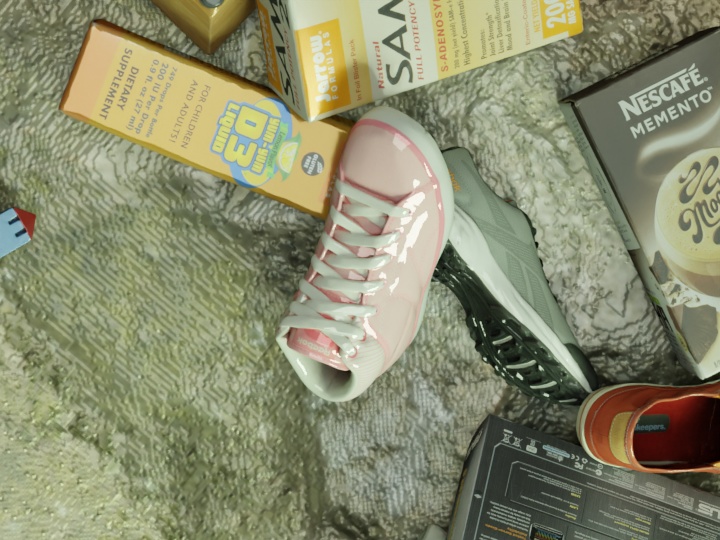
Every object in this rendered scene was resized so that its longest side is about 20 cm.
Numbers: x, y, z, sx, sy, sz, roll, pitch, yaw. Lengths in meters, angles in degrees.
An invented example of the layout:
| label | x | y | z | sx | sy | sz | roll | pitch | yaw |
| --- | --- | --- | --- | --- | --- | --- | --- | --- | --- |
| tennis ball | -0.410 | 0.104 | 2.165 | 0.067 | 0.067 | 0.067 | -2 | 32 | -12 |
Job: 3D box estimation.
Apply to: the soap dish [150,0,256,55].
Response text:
| label | x | y | z | sx | sy | sz | roll | pitch | yaw |
| --- | --- | --- | --- | --- | --- | --- | --- | --- | --- |
| soap dish | -0.084 | -0.264 | 1.641 | 0.157 | 0.081 | 0.200 | 44 | 91 | -5 |

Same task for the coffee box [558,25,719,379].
| label | x | y | z | sx | sy | sz | roll | pitch | yaw |
| --- | --- | --- | --- | --- | --- | --- | --- | --- | --- |
| coffee box | 0.224 | -0.046 | 1.676 | 0.113 | 0.080 | 0.201 | -27 | 95 | -1 |

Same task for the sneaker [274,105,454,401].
| label | x | y | z | sx | sy | sz | roll | pitch | yaw |
| --- | --- | --- | --- | --- | --- | --- | --- | --- | --- |
| sneaker | 0.000 | 0.000 | 1.605 | 0.075 | 0.105 | 0.201 | 25 | 135 | 20 |

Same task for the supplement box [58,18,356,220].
| label | x | y | z | sx | sy | sz | roll | pitch | yaw |
| --- | --- | --- | --- | --- | --- | --- | --- | --- | --- |
| supplement box | -0.092 | -0.097 | 1.659 | 0.199 | 0.069 | 0.067 | 21 | 94 | -8 |

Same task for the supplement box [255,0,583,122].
| label | x | y | z | sx | sy | sz | roll | pitch | yaw |
| --- | --- | --- | --- | --- | --- | --- | --- | --- | --- |
| supplement box | 0.034 | -0.188 | 1.614 | 0.199 | 0.074 | 0.127 | -20 | 121 | -17 |

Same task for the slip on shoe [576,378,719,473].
| label | x | y | z | sx | sy | sz | roll | pitch | yaw |
| --- | --- | --- | --- | --- | --- | --- | --- | --- | --- |
| slip on shoe | 0.241 | 0.103 | 1.682 | 0.199 | 0.061 | 0.075 | -1 | 101 | -22 |

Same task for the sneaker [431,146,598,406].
| label | x | y | z | sx | sy | sz | roll | pitch | yaw |
| --- | --- | --- | --- | --- | --- | --- | --- | --- | --- |
| sneaker | 0.098 | 0.005 | 1.677 | 0.079 | 0.074 | 0.201 | -44 | 104 | -29 |

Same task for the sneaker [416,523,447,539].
| label | x | y | z | sx | sy | sz | roll | pitch | yaw |
| --- | --- | --- | --- | --- | --- | --- | --- | --- | --- |
| sneaker | 0.071 | 0.216 | 1.686 | 0.198 | 0.078 | 0.100 | -5 | 89 | -5 |

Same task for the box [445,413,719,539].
| label | x | y | z | sx | sy | sz | roll | pitch | yaw |
| --- | --- | --- | --- | --- | --- | --- | --- | --- | --- |
| box | 0.153 | 0.198 | 1.659 | 0.199 | 0.048 | 0.159 | 19 | 52 | -5 |

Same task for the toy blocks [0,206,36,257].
| label | x | y | z | sx | sy | sz | roll | pitch | yaw |
| --- | --- | --- | --- | --- | --- | --- | --- | --- | --- |
| toy blocks | -0.297 | -0.057 | 1.643 | 0.136 | 0.100 | 0.201 | -31 | 96 | -13 |
